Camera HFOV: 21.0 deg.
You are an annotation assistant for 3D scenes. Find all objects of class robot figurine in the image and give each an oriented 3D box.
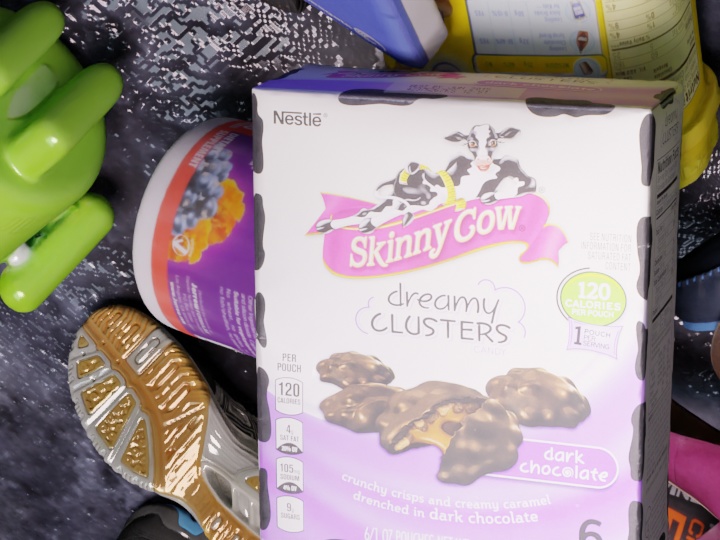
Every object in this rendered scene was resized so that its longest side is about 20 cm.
[{"bbox_3d":[-0.210,-0.059,1.000,0.175,0.116,0.200,45,132,-14],"label":"robot figurine"}]

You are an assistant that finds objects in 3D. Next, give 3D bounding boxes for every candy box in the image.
[{"bbox_3d":[0.044,0.019,0.811,0.167,0.072,0.200,4,105,19],"label":"candy box"}]

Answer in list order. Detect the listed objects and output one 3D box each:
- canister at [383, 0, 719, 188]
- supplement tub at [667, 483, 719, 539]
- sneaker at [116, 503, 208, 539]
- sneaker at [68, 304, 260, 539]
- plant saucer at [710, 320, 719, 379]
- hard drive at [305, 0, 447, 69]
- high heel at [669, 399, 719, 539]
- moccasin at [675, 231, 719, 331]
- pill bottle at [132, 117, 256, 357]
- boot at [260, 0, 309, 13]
[{"bbox_3d":[0.070,-0.136,0.829,0.148,0.087,0.200,4,128,24],"label":"canister"},{"bbox_3d":[0.177,0.156,1.014,0.200,0.107,0.107,18,133,9],"label":"supplement tub"},{"bbox_3d":[-0.147,0.222,1.232,0.073,0.082,0.200,34,132,-3],"label":"sneaker"},{"bbox_3d":[-0.088,0.104,1.111,0.076,0.088,0.200,-43,80,8],"label":"sneaker"},{"bbox_3d":[0.258,0.038,0.864,0.200,0.035,0.200,-1,149,-1],"label":"plant saucer"},{"bbox_3d":[-0.036,-0.142,0.725,0.132,0.025,0.200,35,178,12],"label":"hard drive"},{"bbox_3d":[0.159,0.064,0.946,0.096,0.067,0.200,-45,73,29],"label":"high heel"},{"bbox_3d":[0.215,-0.043,0.860,0.200,0.080,0.068,-31,106,24],"label":"moccasin"},{"bbox_3d":[0.000,0.000,0.930,0.200,0.111,0.112,17,134,29],"label":"pill bottle"},{"bbox_3d":[-0.084,-0.207,0.855,0.131,0.070,0.200,15,128,19],"label":"boot"}]
